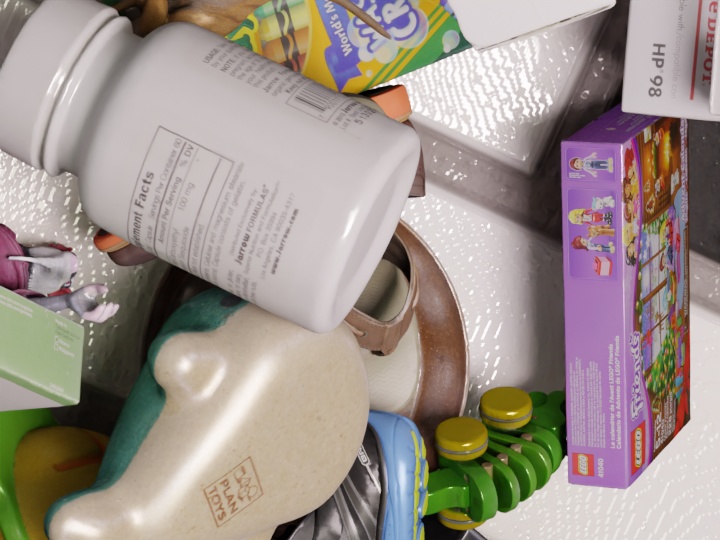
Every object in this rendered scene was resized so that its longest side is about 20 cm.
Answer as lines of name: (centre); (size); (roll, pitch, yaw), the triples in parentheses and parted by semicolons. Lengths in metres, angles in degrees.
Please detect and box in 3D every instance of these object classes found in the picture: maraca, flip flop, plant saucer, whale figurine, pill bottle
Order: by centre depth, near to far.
pill bottle: (-0.080, -0.060, 1.492); (0.200, 0.114, 0.115); (26, 91, 9)
whale figurine: (-0.090, 0.088, 1.536); (0.200, 0.104, 0.159); (-40, 135, -23)
flip flop: (0.000, 0.000, 1.586); (0.081, 0.058, 0.201); (-18, 126, -22)
maraca: (-0.157, 0.133, 1.592); (0.107, 0.137, 0.200); (-32, 101, 19)
plant saucer: (-0.035, 0.053, 1.663); (0.200, 0.034, 0.201); (-1, 91, -24)

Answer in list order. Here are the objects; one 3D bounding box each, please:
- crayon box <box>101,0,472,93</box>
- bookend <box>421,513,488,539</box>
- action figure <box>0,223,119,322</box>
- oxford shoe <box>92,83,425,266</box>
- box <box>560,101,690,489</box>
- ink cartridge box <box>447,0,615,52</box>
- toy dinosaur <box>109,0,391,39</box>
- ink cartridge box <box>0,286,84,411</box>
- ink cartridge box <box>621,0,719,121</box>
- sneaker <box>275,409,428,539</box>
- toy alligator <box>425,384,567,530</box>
crayon box: (-0.037, -0.153, 1.620); (0.199, 0.052, 0.126); (-23, 111, -17)
bookend: (0.001, 0.201, 1.700); (0.199, 0.092, 0.200); (42, 83, -26)
action figure: (-0.221, -0.003, 1.544); (0.149, 0.134, 0.200); (-37, 148, 23)
oxford shoe: (-0.048, -0.035, 1.603); (0.200, 0.071, 0.073); (-24, 100, -23)
box: (0.154, 0.010, 1.707); (0.137, 0.039, 0.201); (-34, 124, -63)
ink cartridge box: (0.082, -0.228, 1.571); (0.085, 0.200, 0.148); (-18, 116, 19)
toy dinosaur: (-0.081, -0.139, 1.545); (0.106, 0.200, 0.061); (46, 43, -24)
ink cartridge box: (-0.259, 0.042, 1.485); (0.145, 0.199, 0.048); (30, 57, -58)
ink cartridge box: (0.197, -0.141, 1.650); (0.200, 0.066, 0.116); (-3, 98, -67)
sneaker: (-0.010, 0.174, 1.619); (0.082, 0.071, 0.200); (6, 94, 14)
toy alligator: (0.096, 0.099, 1.696); (0.200, 0.054, 0.059); (-31, 130, -42)
